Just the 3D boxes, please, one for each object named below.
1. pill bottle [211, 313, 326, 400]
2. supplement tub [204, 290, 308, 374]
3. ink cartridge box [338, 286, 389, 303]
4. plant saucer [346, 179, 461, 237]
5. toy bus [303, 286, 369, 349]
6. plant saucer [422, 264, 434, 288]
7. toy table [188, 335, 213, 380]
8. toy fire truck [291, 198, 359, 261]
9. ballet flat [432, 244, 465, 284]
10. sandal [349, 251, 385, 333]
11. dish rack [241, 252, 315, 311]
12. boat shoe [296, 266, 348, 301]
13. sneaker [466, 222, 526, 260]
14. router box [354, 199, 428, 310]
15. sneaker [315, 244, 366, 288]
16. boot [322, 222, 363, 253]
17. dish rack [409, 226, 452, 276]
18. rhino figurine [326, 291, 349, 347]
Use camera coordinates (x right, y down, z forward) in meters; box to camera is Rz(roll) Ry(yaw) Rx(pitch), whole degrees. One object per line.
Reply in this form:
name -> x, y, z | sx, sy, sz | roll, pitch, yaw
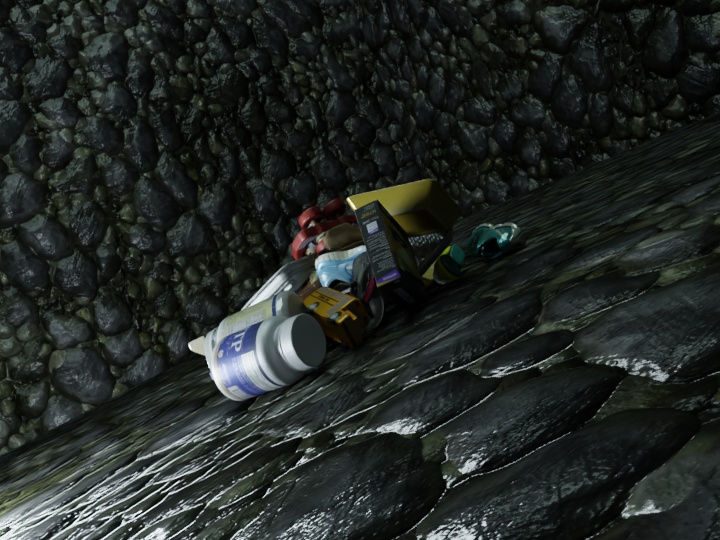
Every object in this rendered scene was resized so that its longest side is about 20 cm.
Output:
pill bottle -> -0.159, 0.148, 1.202 | 0.197, 0.123, 0.119 | -23, 3, 34
supplement tub -> -0.198, 0.142, 1.374 | 0.196, 0.149, 0.145 | -24, 3, 15
ink cartridge box -> -0.015, 0.075, 1.631 | 0.142, 0.085, 0.200 | -25, 3, 11
plant saucer -> 0.096, -0.115, 1.433 | 0.194, 0.050, 0.199 | -9, -18, 24
toy bus -> -0.045, 0.088, 1.322 | 0.077, 0.066, 0.199 | -35, 21, -18
plant saucer -> 0.115, -0.013, 1.666 | 0.195, 0.050, 0.199 | 21, 23, 21
toy table -> -0.373, 0.216, 1.897 | 0.180, 0.120, 0.200 | -25, 2, -12
toy fire truck -> -0.095, -0.077, 1.746 | 0.197, 0.113, 0.169 | -23, -22, -40
ballet flat -> 0.194, -0.004, 1.538 | 0.067, 0.067, 0.200 | -46, -1, 21
sandal -> 0.005, 0.038, 1.381 | 0.074, 0.204, 0.045 | -25, -42, 20
dish rack -> -0.178, 0.040, 1.591 | 0.172, 0.044, 0.200 | -45, -5, 21
boat shoe -> -0.083, 0.022, 1.566 | 0.196, 0.076, 0.075 | -28, 4, -17
sneaker -> 0.294, -0.062, 1.570 | 0.079, 0.079, 0.199 | -35, 6, -21
router box -> 0.063, -0.025, 1.325 | 0.051, 0.161, 0.200 | -22, -21, 14
sneaker -> 0.000, 0.000, 1.495 | 0.194, 0.093, 0.078 | -13, -16, 14
boot -> -0.005, -0.089, 1.651 | 0.197, 0.077, 0.073 | -23, -9, -34
dish rack -> 0.107, -0.034, 1.526 | 0.201, 0.044, 0.170 | -48, 36, -15
rhino figurine -> -0.034, 0.105, 1.445 | 0.085, 0.061, 0.201 | -10, 23, 27
